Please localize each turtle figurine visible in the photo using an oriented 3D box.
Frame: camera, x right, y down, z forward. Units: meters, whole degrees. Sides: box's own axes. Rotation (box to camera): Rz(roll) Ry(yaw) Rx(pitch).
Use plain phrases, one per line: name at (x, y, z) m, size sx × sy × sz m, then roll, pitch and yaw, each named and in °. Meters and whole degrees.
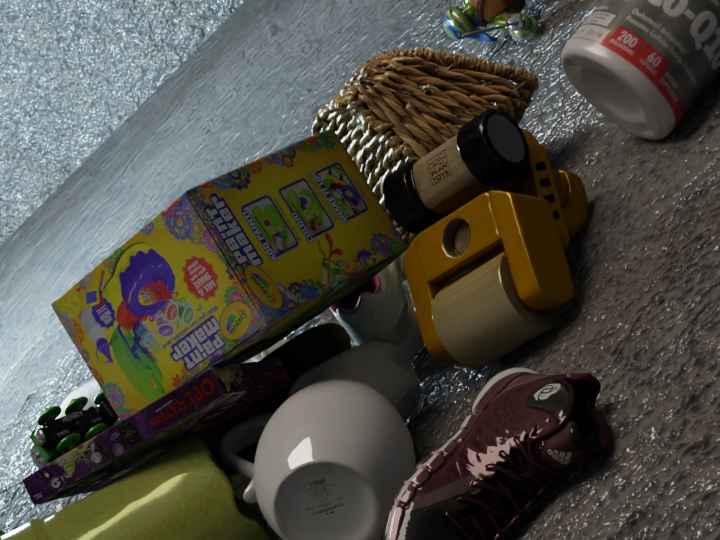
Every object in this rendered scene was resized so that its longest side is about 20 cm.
turtle figurine at (0.159, -0.327, 1.992) m, size 0.194 × 0.200 × 0.144 m, roll -41°, pitch 52°, yaw 6°

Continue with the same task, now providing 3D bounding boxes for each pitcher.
pitcher at (-0.039, 0.145, 1.432) m, size 0.171 × 0.122 × 0.200 m, roll -22°, pitch 18°, yaw 12°

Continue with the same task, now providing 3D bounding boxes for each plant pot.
plant pot at (-0.164, 0.236, 1.478) m, size 0.184 × 0.201 × 0.200 m, roll -36°, pitch 17°, yaw -5°

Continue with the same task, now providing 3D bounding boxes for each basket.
basket at (0.050, -0.133, 1.701) m, size 0.149 × 0.143 × 0.200 m, roll -46°, pitch -9°, yaw -20°

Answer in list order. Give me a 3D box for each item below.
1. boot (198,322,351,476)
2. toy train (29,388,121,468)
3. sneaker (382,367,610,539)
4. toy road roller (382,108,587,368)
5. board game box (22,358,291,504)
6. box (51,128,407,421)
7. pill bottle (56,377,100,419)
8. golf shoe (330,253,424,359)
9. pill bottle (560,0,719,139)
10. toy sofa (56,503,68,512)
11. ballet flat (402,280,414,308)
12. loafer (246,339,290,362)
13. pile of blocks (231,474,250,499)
boot at (-0.088, 0.112, 1.579) m, size 0.200 × 0.074 × 0.075 m, roll -34°, pitch 10°, yaw 12°
toy train at (-0.198, 0.120, 1.554) m, size 0.199 × 0.042 × 0.056 m, roll -19°, pitch -27°, yaw -46°
sneaker at (0.097, 0.136, 1.233) m, size 0.115 × 0.076 × 0.200 m, roll -17°, pitch 34°, yaw 53°
toy road roller at (0.120, -0.023, 1.499) m, size 0.123 × 0.145 × 0.201 m, roll -32°, pitch 60°, yaw 38°
board game box at (-0.163, 0.130, 1.499) m, size 0.199 × 0.032 × 0.120 m, roll -31°, pitch -7°, yaw 22°
box at (-0.106, 0.006, 1.506) m, size 0.200 × 0.122 × 0.192 m, roll -35°, pitch -4°, yaw 40°
pill bottle at (-0.212, 0.137, 1.891) m, size 0.200 × 0.114 × 0.114 m, roll -31°, pitch 23°, yaw 41°
golf shoe at (0.000, 0.000, 1.647) m, size 0.075 × 0.092 × 0.200 m, roll -38°, pitch 38°, yaw 11°
pill bottle at (0.267, -0.217, 1.532) m, size 0.200 × 0.114 × 0.114 m, roll -51°, pitch 18°, yaw -10°
toy sofa at (-0.201, 0.195, 1.683) m, size 0.200 × 0.082 × 0.098 m, roll -44°, pitch 44°, yaw 45°
ballet flat at (0.097, -0.039, 1.627) m, size 0.069 × 0.069 × 0.200 m, roll -22°, pitch 30°, yaw 53°
loafer at (-0.075, 0.096, 1.732) m, size 0.070 × 0.070 × 0.200 m, roll -59°, pitch 19°, yaw -10°
pile of blocks at (-0.081, 0.147, 1.645) m, size 0.200 × 0.062 × 0.082 m, roll -26°, pitch 27°, yaw 48°
